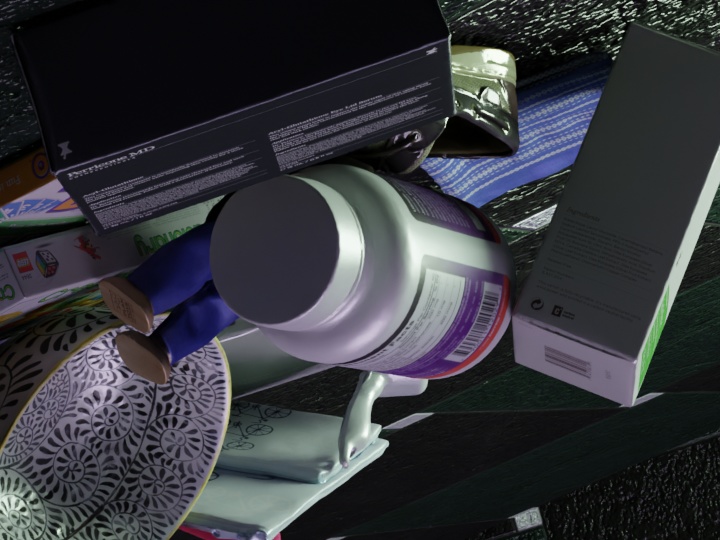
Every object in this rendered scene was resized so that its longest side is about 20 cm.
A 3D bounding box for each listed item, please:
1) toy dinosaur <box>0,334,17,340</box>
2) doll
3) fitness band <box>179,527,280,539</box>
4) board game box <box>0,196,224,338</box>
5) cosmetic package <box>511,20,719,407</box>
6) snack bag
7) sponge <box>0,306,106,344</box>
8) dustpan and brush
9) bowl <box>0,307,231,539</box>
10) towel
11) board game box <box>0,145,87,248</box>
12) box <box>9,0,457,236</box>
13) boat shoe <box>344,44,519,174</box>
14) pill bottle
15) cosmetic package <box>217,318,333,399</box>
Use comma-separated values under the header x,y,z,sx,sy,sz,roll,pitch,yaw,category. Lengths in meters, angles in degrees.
x,y,z,sx,sy,sz,roll,pitch,yaw,category
-0.225,0.078,1.778,0.135,0.086,0.200,-22,151,-45,toy dinosaur
-0.062,-0.023,1.534,0.200,0.048,0.137,-38,133,-30,doll
-0.147,0.171,1.713,0.199,0.038,0.144,17,-159,23,fitness band
-0.179,0.005,1.562,0.126,0.035,0.200,-27,175,37,board game box
0.163,-0.034,1.590,0.084,0.201,0.108,21,166,11,cosmetic package
-0.104,0.125,1.747,0.188,0.022,0.200,10,-161,23,snack bag
-0.219,0.089,1.661,0.199,0.030,0.112,-22,142,-41,sponge
0.019,0.057,1.785,0.057,0.201,0.140,6,137,0,dustpan and brush
-0.181,0.096,1.589,0.200,0.094,0.202,-33,139,-35,bowl
0.108,-0.087,1.705,0.144,0.024,0.200,-22,167,8,towel
-0.162,-0.049,1.462,0.199,0.030,0.095,-28,166,24,board game box
-0.058,-0.096,1.298,0.199,0.079,0.141,-19,170,-1,box
0.021,-0.088,1.475,0.200,0.066,0.072,-6,162,-46,boat shoe
0.000,0.000,1.487,0.111,0.112,0.200,-25,162,23,pill bottle
-0.058,0.018,1.764,0.106,0.091,0.200,-17,165,-4,cosmetic package
